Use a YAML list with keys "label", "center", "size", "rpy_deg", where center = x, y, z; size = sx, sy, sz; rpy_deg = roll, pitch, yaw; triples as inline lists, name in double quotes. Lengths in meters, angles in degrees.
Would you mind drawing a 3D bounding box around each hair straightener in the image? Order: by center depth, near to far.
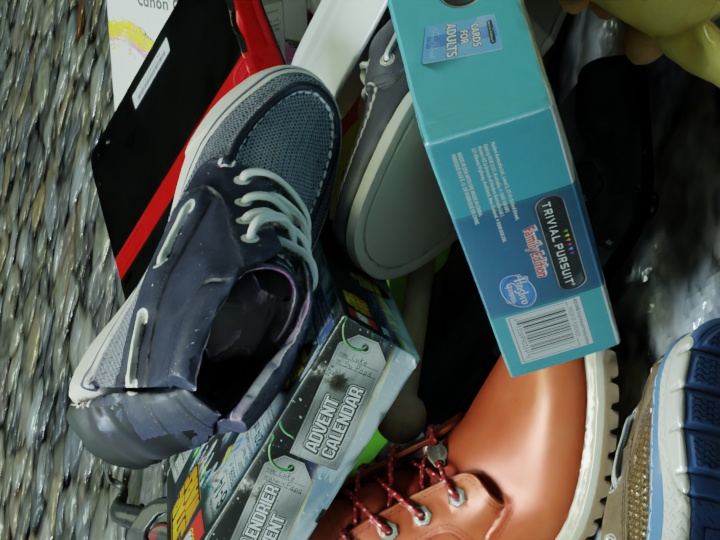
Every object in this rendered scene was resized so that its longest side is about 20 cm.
- label: "hair straightener"
  center: [-0.051, 0.108, 1.022]
  size: [0.199, 0.041, 0.078]
  rpy_deg: [6, 84, 36]

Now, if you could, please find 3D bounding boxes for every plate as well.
- label: "plate"
  center: [0.024, -0.164, 0.994]
  size: [0.200, 0.032, 0.200]
  rpy_deg: [-61, -2, 34]

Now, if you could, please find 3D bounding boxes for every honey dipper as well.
- label: "honey dipper"
  center: [0.027, -0.005, 0.931]
  size: [0.038, 0.038, 0.201]
  rpy_deg: [124, 164, -45]

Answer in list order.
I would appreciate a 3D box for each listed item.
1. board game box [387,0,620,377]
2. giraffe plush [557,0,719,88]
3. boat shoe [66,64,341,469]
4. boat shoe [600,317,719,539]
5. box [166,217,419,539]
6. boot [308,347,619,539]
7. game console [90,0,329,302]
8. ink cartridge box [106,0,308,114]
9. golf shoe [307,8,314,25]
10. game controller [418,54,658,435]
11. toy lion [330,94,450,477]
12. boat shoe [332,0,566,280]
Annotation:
- label: "board game box"
  center: [0.042, -0.086, 0.777]
  size: [0.151, 0.047, 0.201]
  rpy_deg: [66, -170, -54]
- label: "giraffe plush"
  center: [0.119, -0.148, 0.717]
  size: [0.163, 0.198, 0.174]
  rpy_deg: [79, -177, -56]
- label: "boat shoe"
  center: [-0.040, -0.009, 0.849]
  size: [0.092, 0.075, 0.201]
  rpy_deg: [-15, 44, 52]
- label: "boat shoe"
  center: [0.112, 0.120, 0.687]
  size: [0.072, 0.072, 0.202]
  rpy_deg: [131, 155, -61]
- label: "box"
  center: [-0.036, 0.059, 0.897]
  size: [0.138, 0.040, 0.200]
  rpy_deg: [-59, 12, 9]
- label: "boot"
  center: [0.035, 0.095, 0.846]
  size: [0.075, 0.106, 0.201]
  rpy_deg: [-111, 40, -59]
- label: "game console"
  center: [-0.084, -0.047, 1.099]
  size: [0.200, 0.031, 0.178]
  rpy_deg: [-51, 47, 46]
- label: "ink cartridge box"
  center: [-0.088, -0.142, 1.165]
  size: [0.116, 0.067, 0.202]
  rpy_deg: [16, 114, 49]
- label: "golf shoe"
  center: [-0.066, -0.072, 1.264]
  size: [0.091, 0.075, 0.202]
  rpy_deg: [174, 106, -66]
- label: "game controller"
  center: [0.074, -0.005, 0.907]
  size: [0.200, 0.042, 0.105]
  rpy_deg: [125, 164, -47]
- label: "toy lion"
  center: [0.000, 0.000, 1.071]
  size: [0.192, 0.068, 0.201]
  rpy_deg: [-50, 33, 39]
- label: "boat shoe"
  center: [0.034, -0.085, 0.924]
  size: [0.062, 0.073, 0.201]
  rpy_deg: [11, 65, 41]
